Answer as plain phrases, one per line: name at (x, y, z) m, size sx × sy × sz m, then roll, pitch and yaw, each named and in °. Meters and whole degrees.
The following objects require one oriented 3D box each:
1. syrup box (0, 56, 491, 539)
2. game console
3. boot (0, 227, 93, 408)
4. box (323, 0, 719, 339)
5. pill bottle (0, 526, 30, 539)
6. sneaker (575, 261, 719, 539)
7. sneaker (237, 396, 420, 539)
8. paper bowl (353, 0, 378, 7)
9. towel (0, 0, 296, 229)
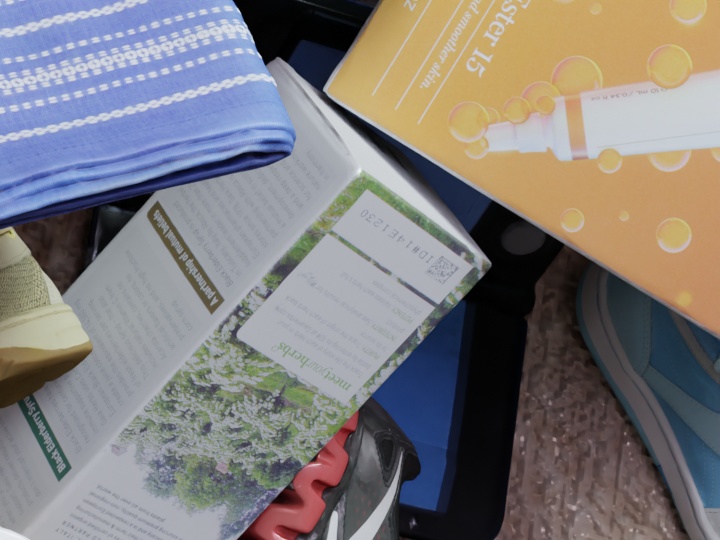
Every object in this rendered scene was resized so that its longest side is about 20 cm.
syrup box at (-0.058, 0.033, 0.834) m, size 0.200 × 0.081 × 0.079 m, roll -47°, pitch 133°, yaw 10°
game console at (0.000, 0.000, 0.927) m, size 0.200 × 0.171 × 0.118 m, roll 15°, pitch 41°, yaw -23°
boot at (-0.168, -0.027, 0.731) m, size 0.156 × 0.073 × 0.200 m, roll 62°, pitch 17°, yaw 8°
box at (0.108, -0.060, 0.835) m, size 0.200 × 0.097 × 0.124 m, roll 32°, pitch 95°, yaw 8°
pill bottle at (-0.154, 0.133, 0.754) m, size 0.104 × 0.200 × 0.104 m, roll 8°, pitch 71°, yaw -25°
sneaker at (0.184, 0.062, 0.990) m, size 0.080 × 0.131 × 0.200 m, roll -39°, pitch 95°, yaw -32°
sneaker at (-0.037, 0.129, 0.888) m, size 0.098 × 0.071 × 0.201 m, roll 34°, pitch 75°, yaw -41°
paper bowl at (0.094, -0.137, 1.021) m, size 0.201 × 0.104 × 0.201 m, roll 9°, pitch 70°, yaw -26°
towel at (-0.117, -0.093, 0.709) m, size 0.145 × 0.024 × 0.200 m, roll -14°, pitch 55°, yaw -17°
